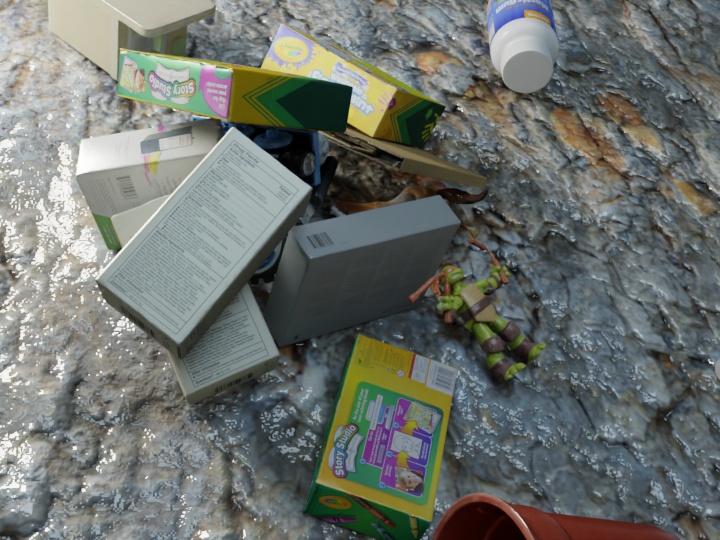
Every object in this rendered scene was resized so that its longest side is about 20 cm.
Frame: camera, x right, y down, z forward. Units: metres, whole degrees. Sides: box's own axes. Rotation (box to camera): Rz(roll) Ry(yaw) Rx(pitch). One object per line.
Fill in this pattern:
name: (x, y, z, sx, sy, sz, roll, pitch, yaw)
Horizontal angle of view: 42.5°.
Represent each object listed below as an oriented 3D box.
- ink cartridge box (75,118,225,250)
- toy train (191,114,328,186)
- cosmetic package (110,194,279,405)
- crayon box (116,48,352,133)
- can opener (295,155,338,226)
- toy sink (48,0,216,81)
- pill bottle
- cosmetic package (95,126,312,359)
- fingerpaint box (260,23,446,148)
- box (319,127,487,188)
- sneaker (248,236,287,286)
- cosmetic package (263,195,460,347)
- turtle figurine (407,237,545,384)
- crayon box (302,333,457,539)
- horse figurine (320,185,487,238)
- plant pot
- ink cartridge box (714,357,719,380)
ink cartridge box: (-0.200, -0.100, 1.035, 0.199, 0.117, 0.067, -8, 46, 2)
toy train: (-0.130, -0.150, 1.132, 0.199, 0.087, 0.114, 10, 30, 26)
cosmetic package: (-0.169, 0.024, 0.948, 0.105, 0.071, 0.201, -21, 78, -14)
crayon box: (-0.140, -0.198, 1.020, 0.200, 0.059, 0.172, 18, 14, 40)
can opener: (-0.077, -0.100, 1.167, 0.053, 0.066, 0.200, 58, 30, -25)
toy sink: (-0.314, -0.343, 1.273, 0.200, 0.112, 0.130, 35, 46, 20)
pill bottle: (0.270, -0.386, 1.535, 0.112, 0.112, 0.200, 13, 44, -9)
cosmetic package: (-0.148, -0.026, 0.890, 0.103, 0.073, 0.200, 38, 71, 3)
fingerpaint box: (-0.008, -0.247, 1.264, 0.200, 0.074, 0.167, 34, 16, 22)
box: (0.050, -0.150, 1.197, 0.163, 0.021, 0.200, 28, 14, 34)
sneaker: (-0.177, -0.006, 1.047, 0.199, 0.075, 0.087, -7, 10, -11)
cosmetic package: (0.000, 0.000, 1.039, 0.199, 0.151, 0.052, -14, 53, -32)
turtle figurine: (0.135, 0.055, 1.089, 0.161, 0.064, 0.200, 53, 35, 8)
crayon box: (0.024, 0.170, 0.953, 0.118, 0.058, 0.200, 19, 45, -2)
horse figurine: (0.066, -0.071, 1.195, 0.200, 0.050, 0.133, -22, 42, -26)
plant pot: (0.186, 0.299, 0.811, 0.195, 0.201, 0.201, 7, 46, -26)
ink cartridge box: (0.575, 0.150, 1.164, 0.199, 0.083, 0.147, 0, 49, -21)
